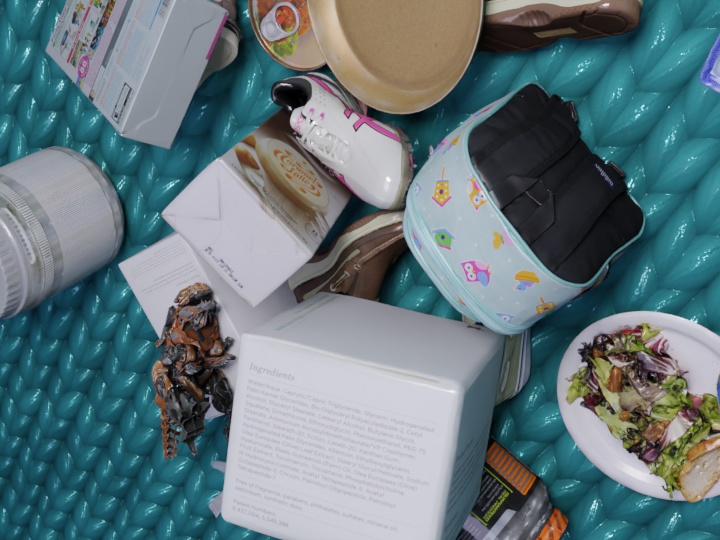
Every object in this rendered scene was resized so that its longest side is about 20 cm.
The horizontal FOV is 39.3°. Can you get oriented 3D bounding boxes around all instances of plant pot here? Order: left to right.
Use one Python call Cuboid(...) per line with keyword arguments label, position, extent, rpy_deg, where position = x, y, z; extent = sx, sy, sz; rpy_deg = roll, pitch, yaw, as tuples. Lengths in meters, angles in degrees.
Cuboid(label="plant pot", position=(0.031, -0.236, 0.856), extent=(0.199, 0.027, 0.202), rpy_deg=(21, 121, 39))

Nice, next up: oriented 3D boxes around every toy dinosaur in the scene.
Cuboid(label="toy dinosaur", position=(-0.173, 0.114, 1.055), extent=(0.136, 0.101, 0.202), rpy_deg=(43, 146, 36))

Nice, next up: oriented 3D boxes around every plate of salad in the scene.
Cuboid(label="plate of salad", position=(0.274, 0.133, 0.939), extent=(0.198, 0.048, 0.202), rpy_deg=(16, 122, 27))

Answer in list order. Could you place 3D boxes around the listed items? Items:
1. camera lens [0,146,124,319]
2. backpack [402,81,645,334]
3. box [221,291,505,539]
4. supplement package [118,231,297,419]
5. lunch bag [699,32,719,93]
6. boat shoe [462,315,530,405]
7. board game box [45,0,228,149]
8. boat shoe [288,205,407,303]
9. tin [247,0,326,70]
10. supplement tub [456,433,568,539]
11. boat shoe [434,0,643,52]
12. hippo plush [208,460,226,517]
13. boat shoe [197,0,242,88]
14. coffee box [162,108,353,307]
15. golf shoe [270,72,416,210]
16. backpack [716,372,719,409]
Cuboid(label="camera lens", position=(-0.391, -0.046, 1.187), extent=(0.158, 0.200, 0.162), rpy_deg=(15, 121, 26))
Cuboid(label="backpack", position=(0.124, -0.044, 0.838), extent=(0.153, 0.200, 0.177), rpy_deg=(-35, 92, 31))
Cuboid(label="box", position=(0.008, 0.134, 0.899), extent=(0.198, 0.199, 0.173), rpy_deg=(13, 103, 16))
Cuboid(label="supplement package", position=(-0.151, 0.041, 1.125), extent=(0.119, 0.121, 0.202), rpy_deg=(-22, 99, 38))
Cuboid(label="lunch bag", position=(0.350, -0.145, 0.667), extent=(0.199, 0.170, 0.125), rpy_deg=(29, 129, 17))
Cuboid(label="boat shoe", position=(0.131, 0.042, 0.976), extent=(0.071, 0.062, 0.202), rpy_deg=(5, 114, 31))
Cuboid(label="board game box", position=(-0.225, -0.234, 0.993), extent=(0.200, 0.064, 0.149), rpy_deg=(44, 113, 39))
Cuboid(label="boat shoe", position=(0.005, -0.001, 1.018), extent=(0.202, 0.074, 0.076), rpy_deg=(-32, 76, 50))
Cuboid(label="tin", position=(-0.021, -0.264, 0.939), extent=(0.199, 0.042, 0.113), rpy_deg=(-22, 96, 38))
Cuboid(label="supplement tub", position=(0.109, 0.227, 1.048), extent=(0.200, 0.122, 0.123), rpy_deg=(41, 129, 10))
Cuboid(label="boat shoe", position=(0.144, -0.230, 0.838), extent=(0.201, 0.074, 0.076), rpy_deg=(6, 81, 39))
Cuboid(label="hippo plush", position=(-0.049, 0.236, 1.122), extent=(0.160, 0.160, 0.200), rpy_deg=(32, 112, -22))
Cuboid(label="boat shoe", position=(-0.191, -0.229, 1.054), extent=(0.199, 0.071, 0.060), rpy_deg=(-18, 62, 49))
Cuboid(label="coffee box", position=(-0.085, -0.065, 0.930), extent=(0.080, 0.200, 0.114), rpy_deg=(-40, 99, 22))
Cuboid(label="golf shoe", position=(-0.019, -0.116, 0.917), extent=(0.200, 0.091, 0.073), rpy_deg=(55, 136, 48))
Cuboid(label="backpack", position=(0.377, 0.130, 0.821), extent=(0.162, 0.153, 0.202), rpy_deg=(-24, 88, 42))
